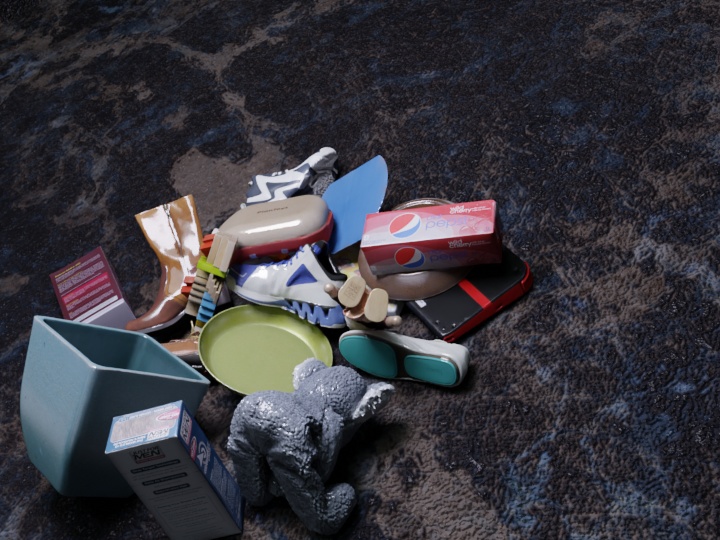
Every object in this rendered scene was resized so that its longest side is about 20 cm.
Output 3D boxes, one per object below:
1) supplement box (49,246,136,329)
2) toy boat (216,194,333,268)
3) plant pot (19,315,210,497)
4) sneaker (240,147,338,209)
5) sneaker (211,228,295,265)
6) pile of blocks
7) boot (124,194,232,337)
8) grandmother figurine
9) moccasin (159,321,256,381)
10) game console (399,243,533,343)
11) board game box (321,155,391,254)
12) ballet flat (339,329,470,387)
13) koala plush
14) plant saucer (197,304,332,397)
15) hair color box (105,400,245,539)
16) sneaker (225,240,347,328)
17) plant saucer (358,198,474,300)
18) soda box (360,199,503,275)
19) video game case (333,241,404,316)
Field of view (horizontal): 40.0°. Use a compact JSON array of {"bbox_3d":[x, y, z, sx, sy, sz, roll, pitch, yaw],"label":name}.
[{"bbox_3d":[-0.470,0.050,1.734,0.108,0.061,0.200,-30,39,-8],"label":"supplement box"},{"bbox_3d":[-0.133,-0.035,1.587,0.196,0.133,0.131,-9,23,11],"label":"toy boat"},{"bbox_3d":[-0.363,0.202,1.387,0.195,0.194,0.203,26,98,44],"label":"plant pot"},{"bbox_3d":[-0.137,-0.158,1.775,0.128,0.080,0.200,22,67,33],"label":"sneaker"},{"bbox_3d":[-0.208,-0.029,1.667,0.197,0.085,0.073,-6,40,20],"label":"sneaker"},{"bbox_3d":[-0.243,0.023,1.517,0.061,0.202,0.083,18,33,-6],"label":"pile of blocks"},{"bbox_3d":[-0.328,-0.005,1.620,0.186,0.069,0.203,-25,81,-1],"label":"boot"},{"bbox_3d":[0.000,0.054,1.388,0.121,0.200,0.061,38,81,9],"label":"grandmother figurine"},{"bbox_3d":[-0.245,0.126,1.516,0.198,0.074,0.078,-9,38,18],"label":"moccasin"},{"bbox_3d":[0.140,0.006,1.469,0.176,0.031,0.200,-35,45,-10],"label":"game console"},{"bbox_3d":[-0.010,-0.089,1.599,0.199,0.039,0.160,-27,44,45],"label":"board game box"},{"bbox_3d":[0.065,0.116,1.379,0.197,0.070,0.070,9,49,31],"label":"ballet flat"},{"bbox_3d":[-0.057,0.195,1.276,0.175,0.186,0.200,13,40,37],"label":"koala plush"},{"bbox_3d":[-0.139,0.125,1.438,0.196,0.031,0.201,9,37,-6],"label":"plant saucer"},{"bbox_3d":[-0.229,0.260,1.252,0.098,0.202,0.061,-15,39,11],"label":"hair color box"},{"bbox_3d":[-0.097,0.003,1.500,0.196,0.117,0.080,18,10,19],"label":"sneaker"},{"bbox_3d":[0.086,-0.042,1.494,0.197,0.032,0.202,-13,45,13],"label":"plant saucer"},{"bbox_3d":[0.104,-0.047,1.423,0.196,0.064,0.071,-6,47,18],"label":"soda box"},{"bbox_3d":[0.000,0.000,1.569,0.197,0.023,0.183,1,46,29],"label":"video game case"}]
